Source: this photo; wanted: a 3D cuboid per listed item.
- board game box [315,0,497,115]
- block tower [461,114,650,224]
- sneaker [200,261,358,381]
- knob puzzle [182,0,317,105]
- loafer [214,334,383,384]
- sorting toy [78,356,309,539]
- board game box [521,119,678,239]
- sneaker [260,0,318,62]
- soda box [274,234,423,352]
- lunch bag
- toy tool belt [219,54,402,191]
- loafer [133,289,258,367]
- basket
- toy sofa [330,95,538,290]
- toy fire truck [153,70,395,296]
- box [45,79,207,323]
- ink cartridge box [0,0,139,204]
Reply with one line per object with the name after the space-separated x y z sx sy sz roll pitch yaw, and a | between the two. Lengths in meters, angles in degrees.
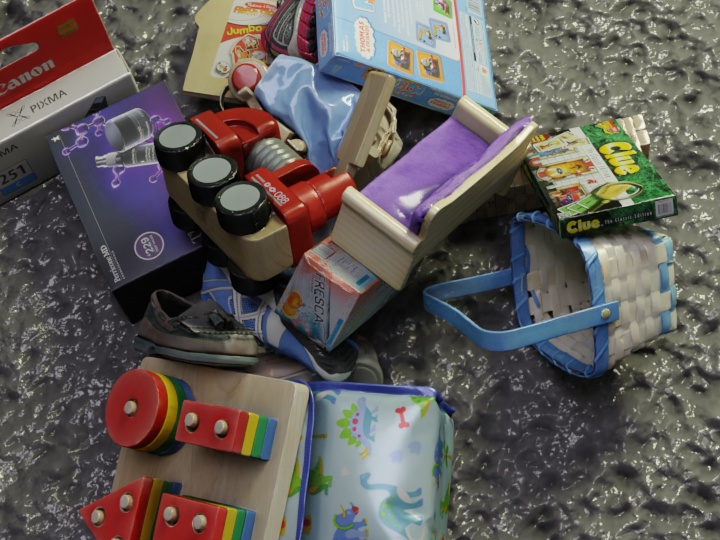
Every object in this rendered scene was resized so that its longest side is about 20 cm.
0.045 -0.244 1.379 0.198 0.037 0.153 15 57 -31 | board game box
0.186 -0.100 1.341 0.197 0.058 0.055 -12 61 2 | block tower
-0.076 0.044 1.253 0.200 0.075 0.078 42 116 35 | sneaker
-0.083 -0.255 1.469 0.216 0.031 0.222 -2 61 4 | knob puzzle
-0.078 0.106 1.273 0.197 0.073 0.063 -11 34 -3 | loafer
-0.157 0.180 1.161 0.197 0.069 0.203 5 80 40 | sorting toy
0.207 -0.086 1.224 0.103 0.024 0.201 -10 25 -2 | board game box
-0.044 -0.306 1.435 0.074 0.081 0.202 4 53 31 | sneaker
0.000 0.000 1.238 0.063 0.069 0.200 34 28 11 | soda box
-0.025 0.186 1.177 0.197 0.127 0.173 2 75 15 | lunch bag
-0.057 -0.158 1.339 0.199 0.123 0.126 33 91 10 | toy tool belt
-0.154 0.051 1.233 0.071 0.199 0.064 8 87 -33 | loafer
0.171 0.023 1.207 0.197 0.141 0.176 -8 16 -15 | basket
0.068 -0.082 1.199 0.082 0.098 0.200 37 48 14 | toy sofa
-0.068 -0.103 1.229 0.198 0.130 0.176 -28 45 -22 | toy fire truck
-0.214 -0.071 1.369 0.140 0.079 0.201 -27 63 -4 | box
-0.326 -0.166 1.374 0.198 0.177 0.045 -30 63 -8 | ink cartridge box
